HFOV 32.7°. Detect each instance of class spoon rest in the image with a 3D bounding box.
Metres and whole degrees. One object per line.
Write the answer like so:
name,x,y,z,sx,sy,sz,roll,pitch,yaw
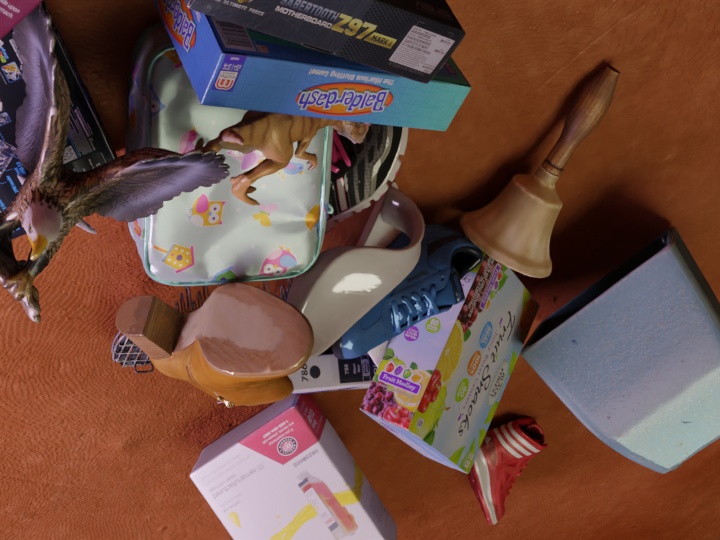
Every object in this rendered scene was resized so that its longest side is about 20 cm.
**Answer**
spoon rest,0.000,0.000,1.035,0.200,0.060,0.100,-48,154,-44

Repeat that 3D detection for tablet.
tablet,0.032,0.018,1.194,0.131,0.014,0.200,-64,152,-21

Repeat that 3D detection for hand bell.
hand bell,0.186,-0.105,1.164,0.103,0.104,0.202,8,121,-40

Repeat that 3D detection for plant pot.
plant pot,0.317,0.098,1.330,0.196,0.201,0.196,-37,177,16

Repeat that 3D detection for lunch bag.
lunch bag,-0.096,-0.087,0.934,0.158,0.077,0.203,-6,120,-21

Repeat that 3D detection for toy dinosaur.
toy dinosaur,-0.069,-0.093,0.833,0.106,0.061,0.199,-37,173,33

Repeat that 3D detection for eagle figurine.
eagle figurine,-0.193,-0.062,0.807,0.151,0.152,0.200,13,126,-50

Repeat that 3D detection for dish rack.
dish rack,-0.129,0.048,1.127,0.197,0.055,0.153,-5,161,-20

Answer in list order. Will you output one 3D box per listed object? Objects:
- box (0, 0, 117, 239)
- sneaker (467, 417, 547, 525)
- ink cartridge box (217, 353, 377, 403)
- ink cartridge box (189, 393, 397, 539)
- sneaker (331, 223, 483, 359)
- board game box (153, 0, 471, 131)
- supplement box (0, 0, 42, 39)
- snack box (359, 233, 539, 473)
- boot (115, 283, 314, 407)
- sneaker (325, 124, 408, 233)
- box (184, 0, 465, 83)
box,-0.270,-0.101,0.879,0.157,0.046,0.201,-23,146,-6
sneaker,0.205,0.271,1.654,0.114,0.079,0.201,-23,147,-3
ink cartridge box,-0.043,0.108,1.272,0.198,0.040,0.099,-3,173,-33
ink cartridge box,-0.069,0.253,1.339,0.144,0.201,0.083,-33,-173,8
sneaker,0.046,0.019,1.122,0.200,0.078,0.067,-43,142,-45
board game box,-0.039,-0.169,0.849,0.198,0.153,0.045,2,135,-34
supplement box,-0.208,-0.223,0.705,0.199,0.111,0.085,-37,145,15
snack box,0.097,0.086,1.256,0.202,0.067,0.169,-64,147,-12
boot,-0.087,0.069,0.982,0.199,0.072,0.144,5,158,35
sneaker,-0.044,-0.078,1.034,0.199,0.074,0.087,-40,150,27
box,-0.042,-0.210,0.790,0.198,0.159,0.051,11,131,-40
